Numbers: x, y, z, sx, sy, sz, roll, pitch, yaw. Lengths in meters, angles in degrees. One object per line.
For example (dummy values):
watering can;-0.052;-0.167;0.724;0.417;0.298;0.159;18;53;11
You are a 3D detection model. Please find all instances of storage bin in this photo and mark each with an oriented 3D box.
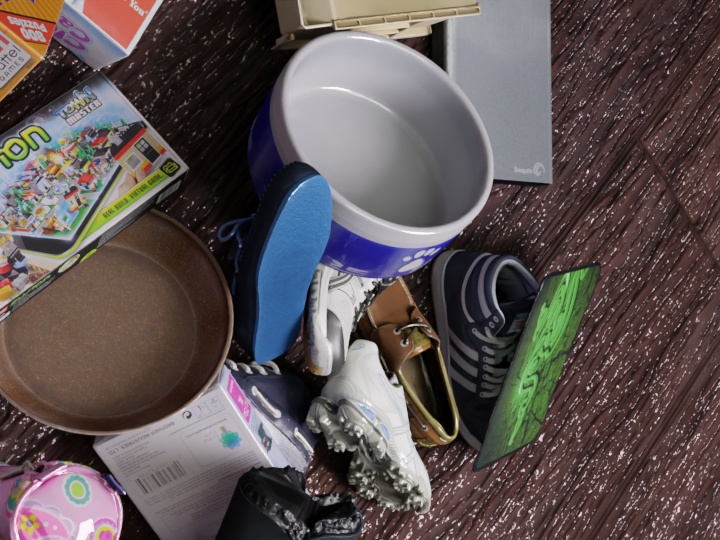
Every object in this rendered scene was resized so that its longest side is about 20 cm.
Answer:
storage bin;-0.006;-0.309;1.170;0.197;0.093;0.202;-13;96;-35

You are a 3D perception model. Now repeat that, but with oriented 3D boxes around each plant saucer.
plant saucer;-0.198;0.038;1.006;0.198;0.037;0.202;6;59;-10

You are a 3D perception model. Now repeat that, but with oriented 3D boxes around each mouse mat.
mouse mat;0.169;0.089;1.242;0.160;0.007;0.202;-10;121;-60

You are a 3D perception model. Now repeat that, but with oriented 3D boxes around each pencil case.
pencil case;-0.244;0.168;0.910;0.087;0.199;0.088;5;82;-39

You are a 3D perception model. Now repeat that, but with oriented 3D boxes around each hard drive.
hard drive;0.130;-0.187;1.299;0.138;0.033;0.202;1;87;-36

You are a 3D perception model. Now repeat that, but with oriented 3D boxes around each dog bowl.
dog bowl;0.008;-0.097;1.104;0.198;0.079;0.202;15;54;-22

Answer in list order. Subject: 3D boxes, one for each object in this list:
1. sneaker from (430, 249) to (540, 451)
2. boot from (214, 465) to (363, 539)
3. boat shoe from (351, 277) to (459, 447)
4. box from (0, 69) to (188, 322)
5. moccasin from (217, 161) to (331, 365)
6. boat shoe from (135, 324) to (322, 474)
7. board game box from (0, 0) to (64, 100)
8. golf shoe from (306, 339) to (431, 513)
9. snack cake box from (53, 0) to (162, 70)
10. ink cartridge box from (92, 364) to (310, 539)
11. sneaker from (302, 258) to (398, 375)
sneaker;0.129;0.078;1.238;0.070;0.108;0.202;-16;97;-35
boot;-0.113;0.215;1.008;0.198;0.077;0.169;16;119;-14
boat shoe;0.042;0.064;1.200;0.072;0.068;0.202;-30;102;-29
box;-0.240;-0.056;0.999;0.110;0.035;0.200;47;60;4
moccasin;-0.079;-0.009;1.033;0.080;0.068;0.201;-20;144;-38
boat shoe;-0.109;0.100;1.100;0.201;0.074;0.093;53;45;-21
board game box;-0.321;-0.182;0.825;0.200;0.199;0.201;39;27;-27
golf shoe;0.025;0.141;1.157;0.201;0.078;0.098;64;38;-48
snack cake box;-0.240;-0.266;1.015;0.200;0.067;0.116;39;65;-28
ink cartridge box;-0.111;0.182;1.057;0.201;0.118;0.042;60;14;-21
sneaker;0.000;0.000;1.123;0.087;0.076;0.202;11;57;-5
